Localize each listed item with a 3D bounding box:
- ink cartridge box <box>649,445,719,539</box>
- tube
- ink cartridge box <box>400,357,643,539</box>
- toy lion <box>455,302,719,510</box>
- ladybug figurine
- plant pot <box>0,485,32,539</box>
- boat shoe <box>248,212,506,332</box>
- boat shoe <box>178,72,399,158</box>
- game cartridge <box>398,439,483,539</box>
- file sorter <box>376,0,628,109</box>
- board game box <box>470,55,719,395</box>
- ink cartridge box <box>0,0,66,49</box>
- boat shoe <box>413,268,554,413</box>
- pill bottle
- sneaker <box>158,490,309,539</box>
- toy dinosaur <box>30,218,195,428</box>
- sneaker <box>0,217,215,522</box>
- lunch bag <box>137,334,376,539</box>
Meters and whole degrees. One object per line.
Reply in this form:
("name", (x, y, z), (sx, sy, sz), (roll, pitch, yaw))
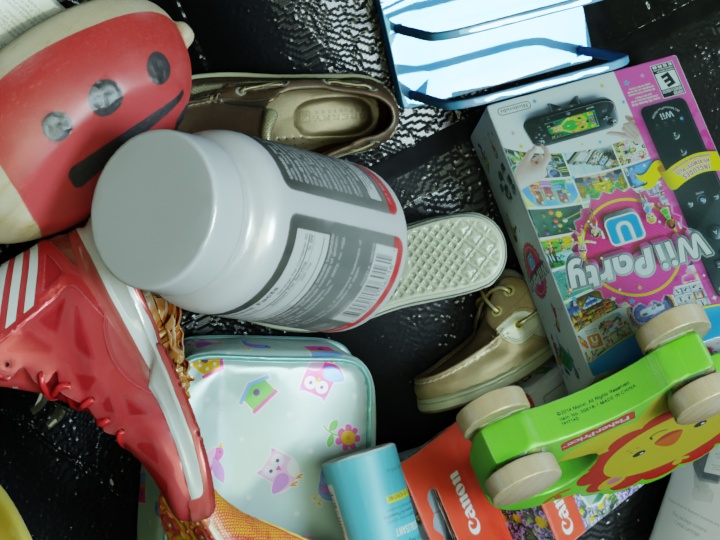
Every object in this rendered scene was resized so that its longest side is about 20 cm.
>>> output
("ink cartridge box", (0.303, 0.136, 1.640), (0.145, 0.085, 0.201), (15, 97, -34))
("tube", (0.026, 0.215, 1.520), (0.050, 0.077, 0.201), (-17, 89, 31))
("ink cartridge box", (0.125, 0.128, 1.589), (0.200, 0.050, 0.109), (-33, 107, -35))
("toy lion", (0.170, 0.104, 1.507), (0.200, 0.192, 0.069), (-24, 67, -2))
("ladybug figurine", (-0.178, -0.088, 1.444), (0.200, 0.072, 0.136), (-42, 141, -12))
("plant pot", (-0.305, 0.247, 1.480), (0.188, 0.201, 0.201), (-18, 103, 6))
("boat shoe", (0.000, 0.000, 1.574), (0.199, 0.062, 0.075), (-9, 87, 3))
("boat shoe", (-0.071, -0.096, 1.533), (0.202, 0.075, 0.075), (-13, 102, -11))
("game cartridge", (0.069, 0.213, 1.610), (0.133, 0.041, 0.201), (-12, 102, -37))
("file sorter", (0.083, -0.215, 1.522), (0.138, 0.123, 0.201), (-15, 103, -11))
("board game box", (0.179, -0.030, 1.562), (0.147, 0.064, 0.200), (-16, 75, -15))
("ink cartridge box", (-0.298, -0.130, 1.467), (0.144, 0.085, 0.200), (42, 86, -15))
("boat shoe", (0.113, 0.028, 1.605), (0.200, 0.074, 0.067), (-32, 102, -17))
("pill bottle", (-0.068, -0.026, 1.440), (0.200, 0.114, 0.114), (12, 98, -56))
("sneaker", (-0.057, 0.195, 1.517), (0.200, 0.073, 0.077), (49, 63, -26))
("toy dinosaur", (-0.163, 0.031, 1.497), (0.135, 0.200, 0.102), (-26, 139, -2))
("sneaker", (-0.170, 0.077, 1.426), (0.115, 0.078, 0.200), (-22, 75, -7))
("lunch bag", (-0.066, 0.145, 1.572), (0.160, 0.077, 0.201), (0, 101, -20))
